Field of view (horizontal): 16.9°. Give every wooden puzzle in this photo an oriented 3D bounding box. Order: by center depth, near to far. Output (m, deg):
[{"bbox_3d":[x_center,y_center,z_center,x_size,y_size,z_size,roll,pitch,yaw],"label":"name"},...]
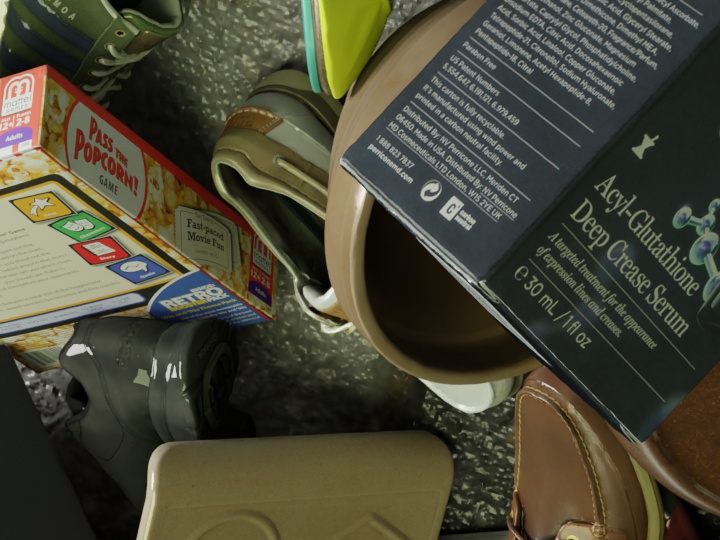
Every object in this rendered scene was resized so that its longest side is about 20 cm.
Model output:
[{"bbox_3d":[-0.052,0.177,1.252,0.046,0.185,0.200,29,114,50],"label":"wooden puzzle"}]

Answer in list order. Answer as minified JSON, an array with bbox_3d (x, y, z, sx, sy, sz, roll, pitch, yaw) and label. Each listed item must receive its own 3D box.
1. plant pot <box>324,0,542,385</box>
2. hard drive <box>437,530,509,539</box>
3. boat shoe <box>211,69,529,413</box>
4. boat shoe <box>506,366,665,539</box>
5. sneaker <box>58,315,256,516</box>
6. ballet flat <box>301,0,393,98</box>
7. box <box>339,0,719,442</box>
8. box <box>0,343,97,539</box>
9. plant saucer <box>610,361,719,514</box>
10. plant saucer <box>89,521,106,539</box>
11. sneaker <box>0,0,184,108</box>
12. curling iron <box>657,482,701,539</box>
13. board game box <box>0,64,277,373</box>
[{"bbox_3d":[0.057,-0.056,1.092,0.093,0.201,0.201,44,141,43],"label":"plant pot"},{"bbox_3d":[0.025,0.207,1.343,0.200,0.026,0.132,-7,119,24],"label":"hard drive"},{"bbox_3d":[0.000,0.000,1.182,0.200,0.068,0.075,49,139,-11],"label":"boat shoe"},{"bbox_3d":[0.109,0.137,1.222,0.072,0.068,0.200,27,140,45],"label":"boat shoe"},{"bbox_3d":[-0.107,0.084,1.266,0.091,0.076,0.200,11,141,12],"label":"sneaker"},{"bbox_3d":[0.000,-0.176,1.042,0.067,0.067,0.200,-7,89,5],"label":"ballet flat"},{"bbox_3d":[0.120,-0.057,0.996,0.200,0.107,0.148,-48,137,0],"label":"box"},{"bbox_3d":[-0.241,0.166,1.285,0.198,0.123,0.200,-17,100,44],"label":"box"},{"bbox_3d":[0.203,0.046,1.104,0.200,0.035,0.201,3,123,5],"label":"plant saucer"},{"bbox_3d":[-0.211,0.188,1.415,0.200,0.035,0.201,10,126,14],"label":"plant saucer"},{"bbox_3d":[-0.129,-0.115,1.161,0.090,0.067,0.201,15,123,17],"label":"sneaker"},{"bbox_3d":[0.164,0.117,1.236,0.050,0.026,0.200,-37,100,13],"label":"curling iron"},{"bbox_3d":[-0.156,-0.018,1.188,0.151,0.046,0.200,-13,150,26],"label":"board game box"}]
